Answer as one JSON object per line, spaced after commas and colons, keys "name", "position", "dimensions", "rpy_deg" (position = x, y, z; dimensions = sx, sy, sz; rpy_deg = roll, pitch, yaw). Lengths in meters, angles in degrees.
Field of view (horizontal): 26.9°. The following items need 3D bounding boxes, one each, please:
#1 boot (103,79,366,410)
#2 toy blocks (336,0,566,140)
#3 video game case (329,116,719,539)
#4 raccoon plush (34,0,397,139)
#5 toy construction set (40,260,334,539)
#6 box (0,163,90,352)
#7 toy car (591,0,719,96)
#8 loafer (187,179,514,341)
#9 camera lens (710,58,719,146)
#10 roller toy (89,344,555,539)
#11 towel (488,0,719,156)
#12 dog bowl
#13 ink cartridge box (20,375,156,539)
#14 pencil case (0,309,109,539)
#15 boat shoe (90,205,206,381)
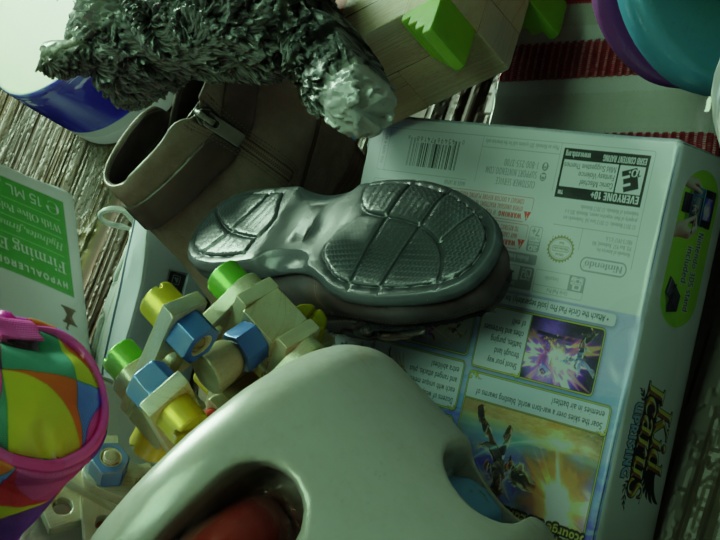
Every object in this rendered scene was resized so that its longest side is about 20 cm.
{"name": "boot", "position": [-0.080, -0.022, 0.828], "dimensions": [0.070, 0.145, 0.202], "rpy_deg": [28, 90, 50]}
{"name": "toy blocks", "position": [0.023, -0.145, 0.766], "dimensions": [0.136, 0.100, 0.202], "rpy_deg": [-21, 37, 39]}
{"name": "video game case", "position": [0.065, 0.026, 0.702], "dimensions": [0.199, 0.045, 0.184], "rpy_deg": [12, 88, 49]}
{"name": "raccoon plush", "position": [-0.078, -0.097, 0.693], "dimensions": [0.134, 0.096, 0.201], "rpy_deg": [-44, 37, 15]}
{"name": "toy construction set", "position": [-0.075, 0.073, 0.692], "dimensions": [0.092, 0.131, 0.200], "rpy_deg": [52, 142, 9]}
{"name": "box", "position": [-0.299, 0.034, 0.905], "dimensions": [0.199, 0.198, 0.173], "rpy_deg": [-30, 56, 28]}
{"name": "toy car", "position": [0.154, -0.150, 0.629], "dimensions": [0.201, 0.173, 0.151], "rpy_deg": [-81, 14, -51]}
{"name": "loafer", "position": [0.000, 0.000, 0.717], "dimensions": [0.198, 0.063, 0.072], "rpy_deg": [7, 52, 46]}
{"name": "camera lens", "position": [0.208, -0.008, 0.500], "dimensions": [0.159, 0.159, 0.202], "rpy_deg": [-27, 51, 35]}
{"name": "roller toy", "position": [-0.018, 0.138, 0.598], "dimensions": [0.140, 0.199, 0.183], "rpy_deg": [45, 139, 18]}
{"name": "towel", "position": [0.126, -0.091, 0.744], "dimensions": [0.143, 0.023, 0.203], "rpy_deg": [3, 73, 46]}
{"name": "dog bowl", "position": [-0.180, -0.199, 1.089], "dimensions": [0.199, 0.078, 0.203], "rpy_deg": [-24, 53, 36]}
{"name": "ink cartridge box", "position": [-0.193, 0.169, 0.842], "dimensions": [0.199, 0.145, 0.148], "rpy_deg": [-37, 46, 27]}
{"name": "pencil case", "position": [-0.187, 0.095, 0.647], "dimensions": [0.200, 0.088, 0.089], "rpy_deg": [-42, 43, 35]}
{"name": "boat shoe", "position": [-0.126, -0.008, 0.936], "dimensions": [0.086, 0.074, 0.205], "rpy_deg": [13, 88, 53]}
